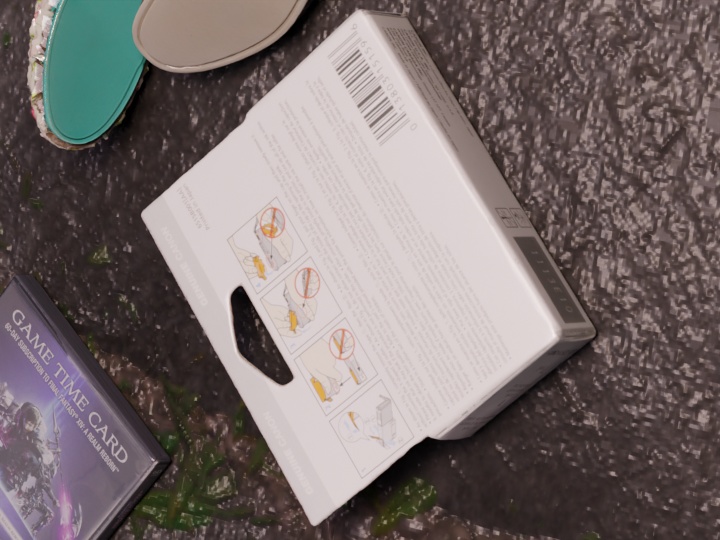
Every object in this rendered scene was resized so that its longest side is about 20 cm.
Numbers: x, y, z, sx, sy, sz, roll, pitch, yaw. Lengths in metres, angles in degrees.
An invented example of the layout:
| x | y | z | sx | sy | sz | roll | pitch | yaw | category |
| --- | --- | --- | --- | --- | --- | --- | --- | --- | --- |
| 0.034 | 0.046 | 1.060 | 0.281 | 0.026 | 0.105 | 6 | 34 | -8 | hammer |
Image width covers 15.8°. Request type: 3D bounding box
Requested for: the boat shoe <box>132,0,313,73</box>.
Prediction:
| x | y | z | sx | sy | sz | roll | pitch | yaw | category |
| --- | --- | --- | --- | --- | --- | --- | --- | --- | --- |
| -0.037 | -0.172 | 1.331 | 0.067 | 0.057 | 0.200 | 44 | 123 | -14 | boat shoe |

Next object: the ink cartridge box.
| x | y | z | sx | sy | sz | roll | pitch | yaw | category |
| --- | --- | --- | --- | --- | --- | --- | --- | --- | --- |
| 0.000 | 0.000 | 1.305 | 0.173 | 0.043 | 0.201 | -40 | 69 | 28 | ink cartridge box |

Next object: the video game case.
| x | y | z | sx | sy | sz | roll | pitch | yaw | category |
| --- | --- | --- | --- | --- | --- | --- | --- | --- | --- |
| -0.205 | 0.123 | 1.457 | 0.200 | 0.019 | 0.143 | -50 | 65 | 22 | video game case |

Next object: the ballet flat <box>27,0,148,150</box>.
| x | y | z | sx | sy | sz | roll | pitch | yaw | category |
| --- | --- | --- | --- | --- | --- | --- | --- | --- | --- |
| -0.140 | -0.165 | 1.394 | 0.064 | 0.075 | 0.201 | 21 | 99 | 63 | ballet flat |
